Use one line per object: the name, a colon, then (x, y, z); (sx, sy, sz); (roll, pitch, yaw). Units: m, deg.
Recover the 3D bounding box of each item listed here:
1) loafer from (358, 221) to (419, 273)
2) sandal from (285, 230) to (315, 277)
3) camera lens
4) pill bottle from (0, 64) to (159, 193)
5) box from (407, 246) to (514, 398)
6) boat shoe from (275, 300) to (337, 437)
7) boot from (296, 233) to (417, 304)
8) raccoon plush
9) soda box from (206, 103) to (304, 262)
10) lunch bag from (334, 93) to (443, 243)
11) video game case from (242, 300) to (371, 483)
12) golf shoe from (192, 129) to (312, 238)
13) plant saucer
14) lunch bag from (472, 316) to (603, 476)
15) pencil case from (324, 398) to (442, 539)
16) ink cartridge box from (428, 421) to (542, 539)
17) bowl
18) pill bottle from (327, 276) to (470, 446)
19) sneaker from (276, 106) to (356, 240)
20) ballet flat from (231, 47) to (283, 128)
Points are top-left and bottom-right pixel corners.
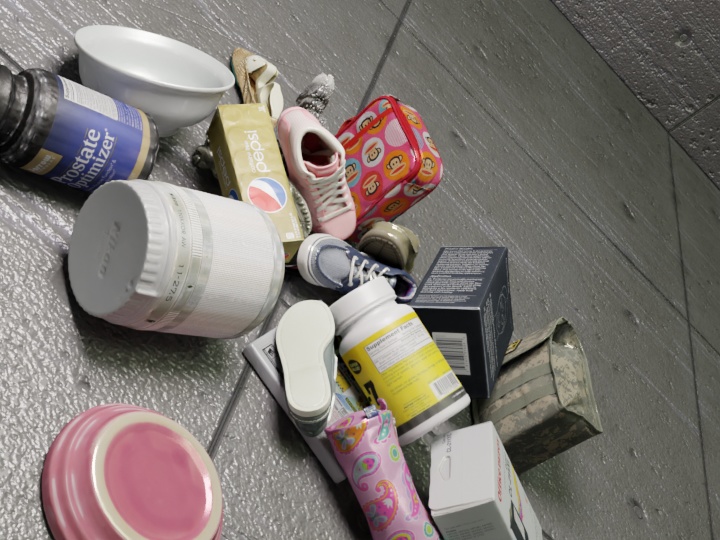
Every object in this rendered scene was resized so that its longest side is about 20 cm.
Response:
loafer: (0.046, -0.037, 1.470); (0.076, 0.068, 0.200); (23, -12, 9)
sandal: (-0.091, -0.028, 1.385); (0.200, 0.045, 0.075); (-10, 66, -56)
camera lens: (-0.196, -0.010, 1.121); (0.200, 0.160, 0.160); (11, 51, -47)
pill bottle: (-0.335, -0.156, 1.128); (0.200, 0.112, 0.112); (19, 45, -42)
box: (0.152, 0.071, 1.492); (0.200, 0.107, 0.149); (-54, 140, -57)
boat shoe: (-0.064, 0.117, 1.246); (0.200, 0.073, 0.062); (-96, 180, -51)
boot: (0.000, 0.000, 1.391); (0.200, 0.090, 0.073); (19, 83, -59)
raccoon plush: (-0.051, -0.171, 1.465); (0.134, 0.097, 0.200); (48, 67, -32)
soda box: (-0.134, -0.109, 1.271); (0.068, 0.064, 0.200); (-6, 66, -26)
lunch bag: (0.014, -0.157, 1.504); (0.082, 0.200, 0.176); (14, 45, -48)
video game case: (-0.041, 0.149, 1.303); (0.200, 0.022, 0.182); (54, 32, 3)
golf shoe: (-0.129, -0.118, 1.379); (0.200, 0.078, 0.097); (47, 17, 11)
plant saucer: (-0.209, 0.216, 0.990); (0.200, 0.051, 0.201); (33, 37, -29)
lunch bag: (0.254, 0.176, 1.527); (0.118, 0.164, 0.200); (34, 36, -32)
pencil case: (0.031, 0.257, 1.201); (0.087, 0.087, 0.200); (-18, 86, -57)
ink cartridge box: (0.161, 0.314, 1.272); (0.146, 0.083, 0.200); (-81, 149, -58)
bowl: (-0.266, -0.228, 1.277); (0.201, 0.090, 0.201); (18, 25, -8)
pill bottle: (0.044, 0.116, 1.316); (0.200, 0.114, 0.114); (58, 32, 8)
sneaker: (-0.051, -0.116, 1.355); (0.200, 0.075, 0.105); (69, -11, -25)
ballet flat: (-0.147, -0.272, 1.533); (0.070, 0.065, 0.200); (19, 45, -45)
